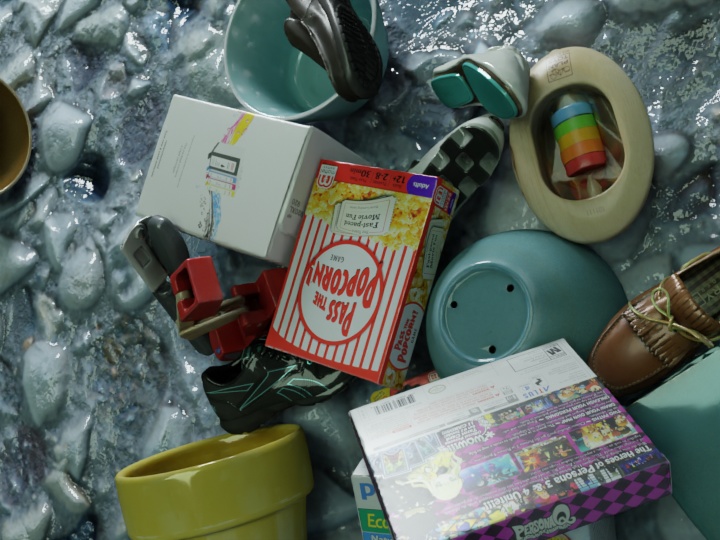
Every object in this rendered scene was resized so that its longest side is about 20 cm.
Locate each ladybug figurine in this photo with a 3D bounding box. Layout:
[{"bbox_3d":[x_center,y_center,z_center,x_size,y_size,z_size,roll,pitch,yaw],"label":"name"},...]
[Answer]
[{"bbox_3d":[0.216,-0.120,0.883,0.134,0.072,0.203,-15,73,26],"label":"ladybug figurine"}]

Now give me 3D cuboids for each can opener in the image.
[{"bbox_3d":[-0.202,0.022,1.023,0.066,0.201,0.053,20,58,37],"label":"can opener"}]

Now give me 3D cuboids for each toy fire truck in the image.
[{"bbox_3d":[-0.143,0.047,0.969,0.200,0.139,0.049,-50,55,53],"label":"toy fire truck"}]

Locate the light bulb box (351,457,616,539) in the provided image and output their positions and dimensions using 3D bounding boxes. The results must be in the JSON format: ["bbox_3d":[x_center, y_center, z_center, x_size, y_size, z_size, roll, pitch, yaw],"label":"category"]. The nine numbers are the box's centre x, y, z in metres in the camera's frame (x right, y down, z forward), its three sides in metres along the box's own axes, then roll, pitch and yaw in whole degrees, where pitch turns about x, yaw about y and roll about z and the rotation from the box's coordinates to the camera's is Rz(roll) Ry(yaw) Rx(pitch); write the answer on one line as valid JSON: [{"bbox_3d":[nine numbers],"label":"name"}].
[{"bbox_3d":[0.115,0.233,0.785,0.196,0.125,0.203,-4,108,22],"label":"light bulb box"}]

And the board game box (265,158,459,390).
[{"bbox_3d":[0.000,0.000,0.905,0.150,0.046,0.203,12,84,37],"label":"board game box"}]

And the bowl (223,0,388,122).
[{"bbox_3d":[-0.047,-0.252,1.040,0.198,0.105,0.204,-6,78,28],"label":"bowl"}]

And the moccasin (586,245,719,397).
[{"bbox_3d":[0.280,0.036,0.780,0.200,0.078,0.074,-31,72,0],"label":"moccasin"}]

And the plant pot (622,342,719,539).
[{"bbox_3d":[0.326,0.157,0.730,0.141,0.141,0.201,-37,75,18],"label":"plant pot"}]

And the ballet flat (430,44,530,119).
[{"bbox_3d":[0.128,-0.194,0.905,0.070,0.069,0.200,-64,19,4],"label":"ballet flat"}]

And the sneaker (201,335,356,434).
[{"bbox_3d":[-0.080,0.107,0.980,0.198,0.076,0.080,-27,111,11],"label":"sneaker"}]

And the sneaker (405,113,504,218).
[{"bbox_3d":[0.082,-0.088,0.961,0.074,0.089,0.200,47,124,-6],"label":"sneaker"}]

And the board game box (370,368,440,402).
[{"bbox_3d":[0.068,0.207,0.930,0.095,0.030,0.202,-24,67,24],"label":"board game box"}]

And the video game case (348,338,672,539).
[{"bbox_3d":[0.103,0.136,0.697,0.197,0.036,0.182,-18,27,-6],"label":"video game case"}]

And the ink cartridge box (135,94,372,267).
[{"bbox_3d":[-0.116,-0.091,1.023,0.198,0.147,0.147,18,89,31],"label":"ink cartridge box"}]

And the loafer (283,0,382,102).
[{"bbox_3d":[-0.037,-0.244,0.938,0.071,0.073,0.202,-35,57,25],"label":"loafer"}]

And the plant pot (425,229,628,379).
[{"bbox_3d":[0.140,0.049,0.856,0.198,0.134,0.203,-7,76,28],"label":"plant pot"}]

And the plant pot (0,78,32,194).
[{"bbox_3d":[-0.609,-0.188,1.321,0.198,0.185,0.189,-1,79,43],"label":"plant pot"}]

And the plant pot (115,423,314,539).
[{"bbox_3d":[-0.135,0.277,0.947,0.199,0.200,0.192,-13,90,27],"label":"plant pot"}]
